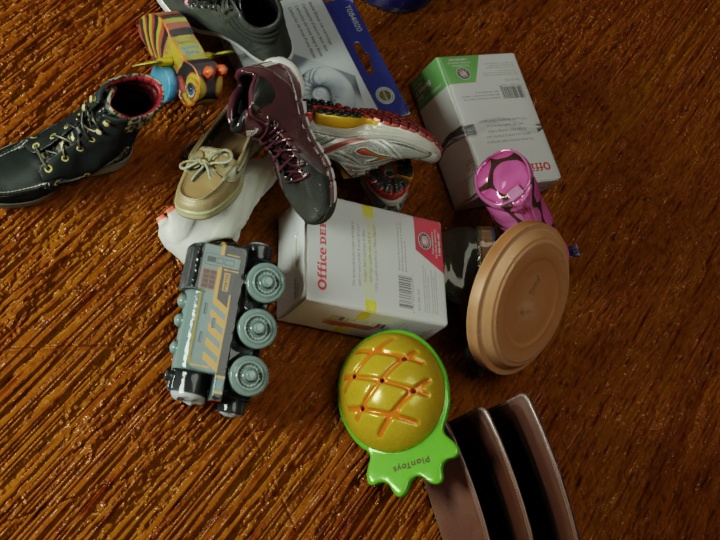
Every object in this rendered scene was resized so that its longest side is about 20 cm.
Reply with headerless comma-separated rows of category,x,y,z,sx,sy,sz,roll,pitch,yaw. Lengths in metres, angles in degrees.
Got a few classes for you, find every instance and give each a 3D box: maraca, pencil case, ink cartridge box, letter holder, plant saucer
maraca,0.044,0.164,1.460,0.107,0.136,0.201,46,25,-61
pencil case,0.217,-0.065,1.635,0.200,0.090,0.094,53,16,-46
ink cartridge box,0.173,-0.194,1.729,0.145,0.084,0.202,-9,74,-34
ink cartridge box,0.000,0.000,1.533,0.199,0.083,0.146,13,62,-27
letter holder,0.162,0.263,1.477,0.100,0.142,0.202,-8,74,-34
ink cartridge box,-0.057,-0.263,1.597,0.199,0.041,0.201,-20,72,-21
plant saucer,0.207,0.037,1.576,0.200,0.032,0.202,-23,121,-43

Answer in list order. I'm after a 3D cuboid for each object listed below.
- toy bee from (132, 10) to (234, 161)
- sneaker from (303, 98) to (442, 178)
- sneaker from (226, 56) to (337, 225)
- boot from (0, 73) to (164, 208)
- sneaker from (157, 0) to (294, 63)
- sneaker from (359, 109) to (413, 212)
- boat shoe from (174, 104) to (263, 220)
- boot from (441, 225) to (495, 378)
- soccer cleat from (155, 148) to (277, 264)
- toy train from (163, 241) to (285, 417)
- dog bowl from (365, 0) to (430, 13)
toy bee,-0.197,-0.241,1.505,0.200,0.109,0.131,50,51,-3
sneaker,0.005,-0.155,1.527,0.198,0.083,0.078,7,20,-18
sneaker,-0.101,-0.141,1.414,0.115,0.075,0.202,-19,90,-56
boot,-0.317,-0.145,1.355,0.203,0.154,0.074,-24,82,-37
sneaker,-0.168,-0.331,1.528,0.199,0.099,0.071,30,69,8
sneaker,0.020,-0.154,1.630,0.077,0.082,0.201,-1,52,-7
boat shoe,-0.161,-0.140,1.442,0.073,0.063,0.201,12,49,13
boot,0.123,0.039,1.620,0.096,0.075,0.202,3,75,-3
soccer cleat,-0.155,-0.076,1.486,0.200,0.069,0.078,-37,95,-31
toy train,-0.154,0.061,1.397,0.113,0.085,0.202,12,80,-16
dog bowl,0.050,-0.475,1.784,0.199,0.079,0.202,13,62,-27
